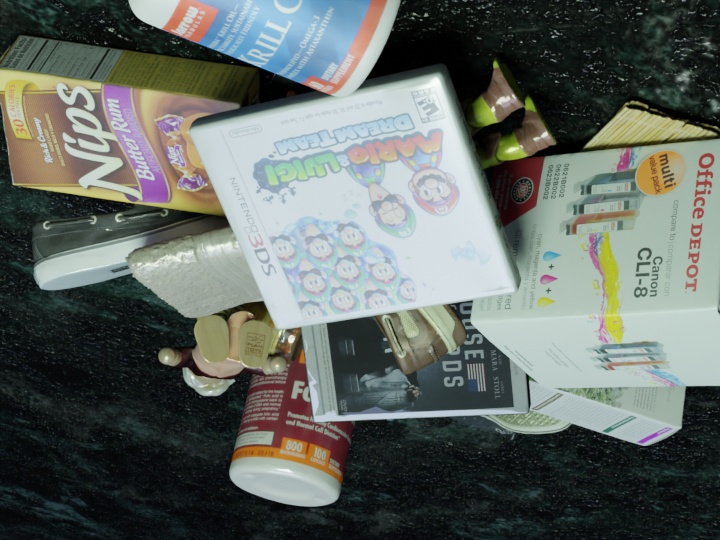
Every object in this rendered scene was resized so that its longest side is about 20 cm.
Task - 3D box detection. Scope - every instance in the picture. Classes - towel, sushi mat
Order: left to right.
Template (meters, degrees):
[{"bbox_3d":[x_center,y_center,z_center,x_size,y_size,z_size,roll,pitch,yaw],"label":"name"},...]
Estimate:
[{"bbox_3d":[-0.106,0.000,1.313,0.132,0.034,0.200,-14,167,6],"label":"towel"},{"bbox_3d":[0.211,-0.077,1.244,0.096,0.012,0.200,17,157,-11],"label":"sushi mat"}]

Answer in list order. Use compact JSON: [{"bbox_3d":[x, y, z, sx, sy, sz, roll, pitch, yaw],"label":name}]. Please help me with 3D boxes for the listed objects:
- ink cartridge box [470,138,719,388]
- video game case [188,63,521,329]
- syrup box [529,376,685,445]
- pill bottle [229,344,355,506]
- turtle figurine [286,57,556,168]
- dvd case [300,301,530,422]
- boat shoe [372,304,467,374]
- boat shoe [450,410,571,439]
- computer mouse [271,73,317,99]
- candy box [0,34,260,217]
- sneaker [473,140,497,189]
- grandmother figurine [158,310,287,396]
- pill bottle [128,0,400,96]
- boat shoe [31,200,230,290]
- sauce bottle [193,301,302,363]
[{"bbox_3d":[0.212,-0.001,1.219,0.200,0.145,0.145,-4,153,31],"label":"ink cartridge box"},{"bbox_3d":[-0.003,-0.047,1.153,0.200,0.024,0.182,-10,119,23],"label":"video game case"},{"bbox_3d":[0.217,0.103,1.566,0.200,0.079,0.081,18,156,-13],"label":"syrup box"},{"bbox_3d":[-0.057,0.127,1.607,0.114,0.200,0.114,10,157,4],"label":"pill bottle"},{"bbox_3d":[0.051,-0.086,1.165,0.161,0.064,0.200,-32,122,17],"label":"turtle figurine"},{"bbox_3d":[0.047,0.062,1.428,0.200,0.150,0.025,-3,-161,10],"label":"dvd case"},{"bbox_3d":[0.000,-0.002,1.318,0.202,0.075,0.075,51,174,16],"label":"boat shoe"},{"bbox_3d":[0.156,0.138,1.680,0.062,0.075,0.200,29,161,-39],"label":"boat shoe"},{"bbox_3d":[-0.005,-0.126,1.204,0.140,0.046,0.200,16,156,-5],"label":"computer mouse"},{"bbox_3d":[-0.181,-0.113,1.261,0.200,0.056,0.117,9,131,10],"label":"candy box"},{"bbox_3d":[0.056,-0.036,1.326,0.075,0.085,0.200,17,156,-10],"label":"sneaker"},{"bbox_3d":[-0.130,0.081,1.504,0.121,0.061,0.200,17,166,-12],"label":"grandmother figurine"},{"bbox_3d":[-0.080,-0.194,1.006,0.200,0.112,0.112,19,156,-15],"label":"pill bottle"},{"bbox_3d":[-0.175,-0.038,1.311,0.200,0.066,0.070,-15,168,0],"label":"boat shoe"},{"bbox_3d":[-0.144,0.024,1.554,0.200,0.066,0.066,23,158,8],"label":"sauce bottle"}]
